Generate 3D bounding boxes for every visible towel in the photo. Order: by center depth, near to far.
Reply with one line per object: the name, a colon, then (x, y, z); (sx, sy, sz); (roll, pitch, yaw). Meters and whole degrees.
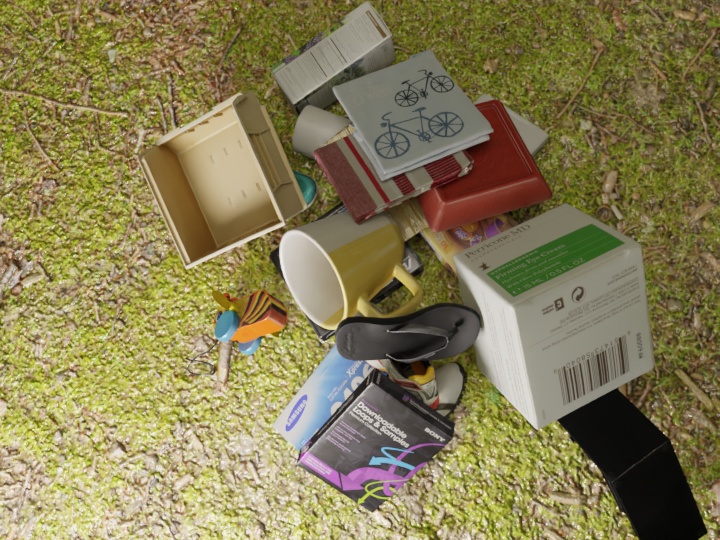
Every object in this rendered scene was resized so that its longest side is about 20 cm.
towel: (0.047, -0.159, 1.123); (0.196, 0.023, 0.146); (-25, 59, -13)

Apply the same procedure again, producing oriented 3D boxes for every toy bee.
toy bee: (-0.195, 0.070, 1.199); (0.195, 0.132, 0.111); (-14, 51, 16)

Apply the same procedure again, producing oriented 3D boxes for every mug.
mug: (-0.006, -0.002, 1.121); (0.152, 0.149, 0.189); (-30, 88, -33)

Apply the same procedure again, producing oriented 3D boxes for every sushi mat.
sushi mat: (0.022, -0.132, 1.190); (0.095, 0.012, 0.203); (-33, 85, 15)

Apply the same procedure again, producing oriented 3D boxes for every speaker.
speaker: (-0.010, -0.196, 1.243); (0.196, 0.081, 0.083); (22, 81, 13)

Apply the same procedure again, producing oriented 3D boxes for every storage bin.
storage bin: (-0.212, -0.139, 1.187); (0.196, 0.094, 0.203); (-21, 98, 27)

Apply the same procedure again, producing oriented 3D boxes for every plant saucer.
plant saucer: (0.163, -0.171, 1.160); (0.195, 0.037, 0.203); (-16, 59, -10)

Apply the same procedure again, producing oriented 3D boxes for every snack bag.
snack bag: (0.069, -0.235, 1.147); (0.185, 0.022, 0.202); (-23, 58, -13)

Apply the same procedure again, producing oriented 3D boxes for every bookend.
bookend: (0.356, 0.261, 1.072); (0.091, 0.201, 0.201); (-33, 31, -1)

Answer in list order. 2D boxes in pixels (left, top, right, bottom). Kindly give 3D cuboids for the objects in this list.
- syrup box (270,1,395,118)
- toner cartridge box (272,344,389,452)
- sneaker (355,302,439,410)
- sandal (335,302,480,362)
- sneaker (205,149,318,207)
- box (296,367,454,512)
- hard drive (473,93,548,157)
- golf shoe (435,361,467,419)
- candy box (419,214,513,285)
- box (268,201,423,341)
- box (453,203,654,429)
syrup box: (-0.042, -0.341, 1.281); (0.198, 0.079, 0.082); (-36, 75, -1)
toner cartridge box: (-0.035, 0.188, 1.182); (0.094, 0.043, 0.201); (37, 85, 15)
sneaker: (0.051, 0.108, 1.114); (0.077, 0.083, 0.200); (-25, 51, -22)
sandal: (0.065, 0.093, 1.024); (0.194, 0.043, 0.078); (-8, 114, -2)
sneaker: (-0.164, -0.148, 1.256); (0.195, 0.080, 0.079); (18, 80, 11)
box: (0.019, 0.242, 1.085); (0.141, 0.036, 0.201); (34, 120, -10)
hard drive: (0.182, -0.179, 1.202); (0.131, 0.026, 0.200); (37, 65, 20)
golf shoe: (0.069, 0.194, 1.131); (0.199, 0.095, 0.078); (-41, 33, -5)
candy box: (0.192, -0.021, 1.189); (0.116, 0.057, 0.202); (-36, 74, -3)
box: (-0.022, -0.013, 1.224); (0.198, 0.044, 0.162); (-34, 75, 0)
box: (0.259, 0.055, 1.047); (0.195, 0.171, 0.204); (-23, 118, -11)
